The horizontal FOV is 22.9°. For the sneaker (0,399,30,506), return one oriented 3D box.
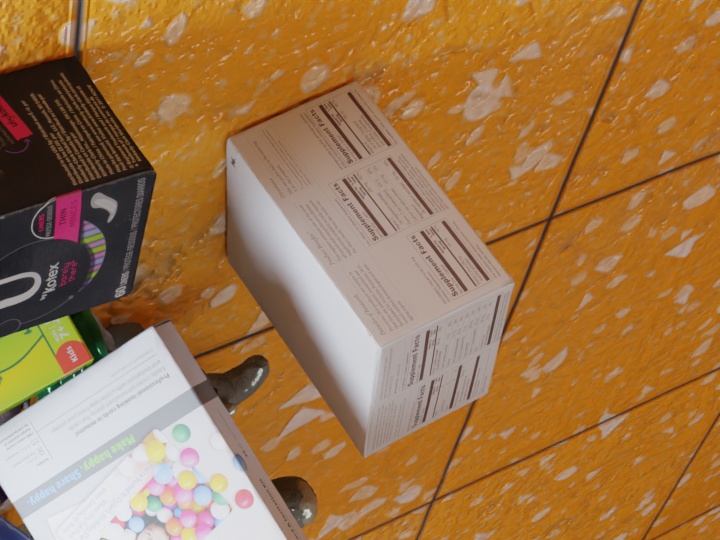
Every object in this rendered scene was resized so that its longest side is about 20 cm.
[{"bbox_3d":[-0.266,0.099,1.258,0.088,0.080,0.200,-37,153,-14],"label":"sneaker"}]

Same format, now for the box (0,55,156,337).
[{"bbox_3d":[-0.237,-0.029,1.048,0.200,0.106,0.122,-19,148,-28],"label":"box"}]

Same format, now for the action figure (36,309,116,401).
[{"bbox_3d":[-0.182,0.094,1.238,0.118,0.200,0.055,-17,-173,34],"label":"action figure"}]

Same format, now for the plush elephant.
[{"bbox_3d":[-0.131,0.118,1.341,0.200,0.165,0.155,-16,144,-39],"label":"plush elephant"}]

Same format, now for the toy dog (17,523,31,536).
[{"bbox_3d":[-0.358,0.299,1.435,0.200,0.140,0.194,-15,-177,-37],"label":"toy dog"}]

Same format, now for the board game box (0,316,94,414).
[{"bbox_3d":[-0.283,0.064,1.138,0.200,0.102,0.048,-30,180,-13],"label":"board game box"}]

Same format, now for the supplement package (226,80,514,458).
[{"bbox_3d":[0.000,0.000,1.264,0.111,0.200,0.156,-25,151,-20],"label":"supplement package"}]

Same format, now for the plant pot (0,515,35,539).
[{"bbox_3d":[-0.316,0.241,1.240,0.180,0.200,0.200,-53,172,-19],"label":"plant pot"}]

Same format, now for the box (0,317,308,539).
[{"bbox_3d":[-0.139,0.157,1.182,0.156,0.200,0.041,-32,179,15],"label":"box"}]
